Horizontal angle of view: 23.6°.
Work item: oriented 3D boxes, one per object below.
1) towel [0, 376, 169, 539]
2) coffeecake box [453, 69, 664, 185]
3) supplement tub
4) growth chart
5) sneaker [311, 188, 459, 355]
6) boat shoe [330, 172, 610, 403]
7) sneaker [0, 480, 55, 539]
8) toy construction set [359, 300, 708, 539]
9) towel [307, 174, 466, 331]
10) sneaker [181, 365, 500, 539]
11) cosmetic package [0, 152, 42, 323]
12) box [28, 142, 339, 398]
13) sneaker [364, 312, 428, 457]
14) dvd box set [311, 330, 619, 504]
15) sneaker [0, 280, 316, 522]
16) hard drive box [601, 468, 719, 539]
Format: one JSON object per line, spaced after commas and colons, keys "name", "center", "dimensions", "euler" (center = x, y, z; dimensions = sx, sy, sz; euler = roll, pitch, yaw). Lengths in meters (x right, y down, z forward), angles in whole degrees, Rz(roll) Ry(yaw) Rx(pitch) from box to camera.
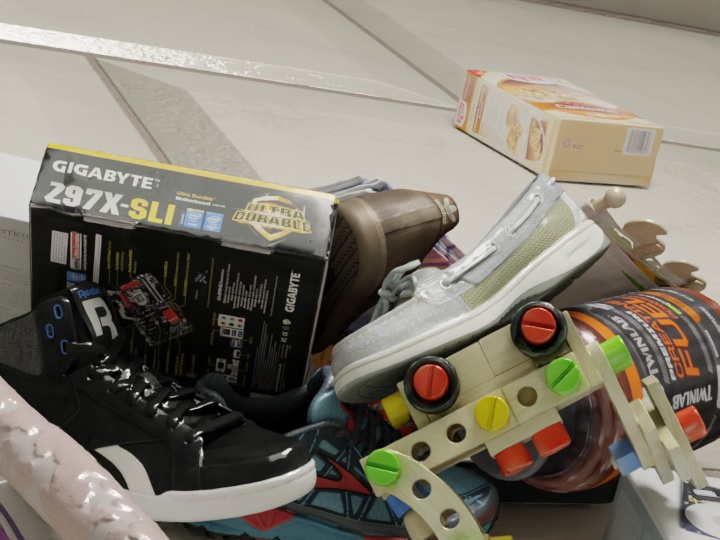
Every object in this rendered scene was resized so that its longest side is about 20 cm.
{"name": "towel", "center": [-0.090, 0.127, 0.733], "dimensions": [0.199, 0.032, 0.191], "euler": [32, -17, 44]}
{"name": "coffeecake box", "center": [0.227, -0.167, 1.995], "dimensions": [0.152, 0.074, 0.200], "euler": [1, 21, -32]}
{"name": "supplement tub", "center": [0.144, 0.072, 1.030], "dimensions": [0.106, 0.108, 0.199], "euler": [26, 23, 35]}
{"name": "growth chart", "center": [0.169, 0.027, 1.141], "dimensions": [0.144, 0.200, 0.018], "euler": [-19, 40, 33]}
{"name": "sneaker", "center": [0.001, 0.003, 1.054], "dimensions": [0.075, 0.071, 0.200], "euler": [-15, -8, -21]}
{"name": "boat shoe", "center": [0.054, 0.010, 0.954], "dimensions": [0.201, 0.074, 0.065], "euler": [-30, 79, -31]}
{"name": "sneaker", "center": [-0.163, 0.163, 0.715], "dimensions": [0.113, 0.073, 0.200], "euler": [-11, 24, -33]}
{"name": "toy construction set", "center": [0.084, 0.096, 0.886], "dimensions": [0.199, 0.132, 0.092], "euler": [-23, -15, -11]}
{"name": "towel", "center": [0.000, 0.000, 1.154], "dimensions": [0.146, 0.024, 0.200], "euler": [-12, -30, 29]}
{"name": "sneaker", "center": [-0.011, 0.104, 0.943], "dimensions": [0.198, 0.096, 0.079], "euler": [9, 19, -15]}
{"name": "cosmetic package", "center": [-0.137, 0.013, 1.040], "dimensions": [0.198, 0.151, 0.052], "euler": [13, 54, -3]}
{"name": "box", "center": [-0.102, 0.023, 0.963], "dimensions": [0.158, 0.201, 0.050], "euler": [11, 52, -1]}
{"name": "sneaker", "center": [0.043, 0.047, 1.052], "dimensions": [0.076, 0.086, 0.200], "euler": [11, 33, 30]}
{"name": "dvd box set", "center": [0.065, 0.094, 1.138], "dimensions": [0.145, 0.030, 0.200], "euler": [5, 20, -21]}
{"name": "sneaker", "center": [-0.117, 0.061, 0.876], "dimensions": [0.198, 0.113, 0.073], "euler": [0, 11, 29]}
{"name": "hard drive box", "center": [0.224, 0.188, 0.896], "dimensions": [0.154, 0.078, 0.200], "euler": [9, 18, -11]}
